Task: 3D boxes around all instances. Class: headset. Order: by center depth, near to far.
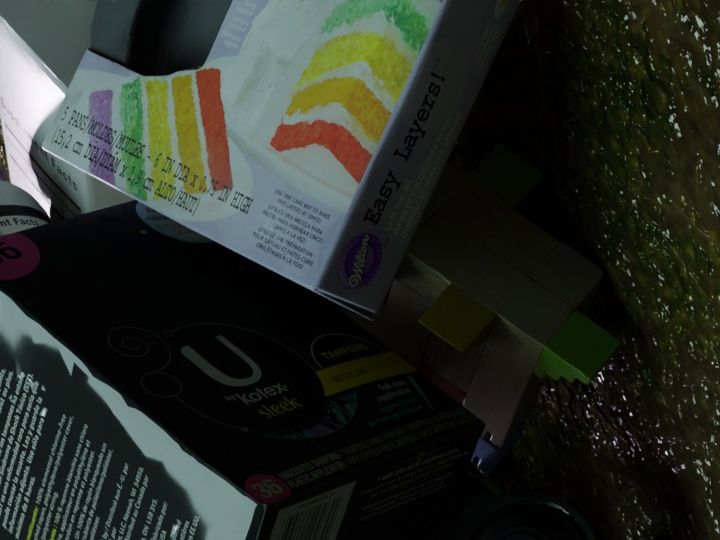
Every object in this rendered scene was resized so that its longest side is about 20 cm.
[{"bbox_3d":[0.106,0.139,1.336,0.123,0.094,0.200,41,-178,-41],"label":"headset"}]

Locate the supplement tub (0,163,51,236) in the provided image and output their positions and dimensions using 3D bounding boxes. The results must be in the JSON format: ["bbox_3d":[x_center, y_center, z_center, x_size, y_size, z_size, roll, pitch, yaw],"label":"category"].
[{"bbox_3d":[-0.205,0.041,1.602,0.200,0.140,0.140,56,156,22],"label":"supplement tub"}]

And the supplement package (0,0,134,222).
[{"bbox_3d":[-0.120,-0.062,1.659,0.120,0.121,0.200,46,149,44],"label":"supplement package"}]

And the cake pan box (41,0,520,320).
[{"bbox_3d":[-0.033,-0.100,1.299,0.200,0.052,0.184,29,93,42],"label":"cake pan box"}]

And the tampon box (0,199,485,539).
[{"bbox_3d":[-0.078,0.076,1.314,0.200,0.150,0.126,37,124,28],"label":"tampon box"}]

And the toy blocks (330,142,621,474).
[{"bbox_3d":[0.023,0.008,1.377,0.200,0.100,0.137,36,150,11],"label":"toy blocks"}]

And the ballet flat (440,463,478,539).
[{"bbox_3d":[0.032,0.139,1.462,0.070,0.065,0.200,37,-163,-17],"label":"ballet flat"}]
